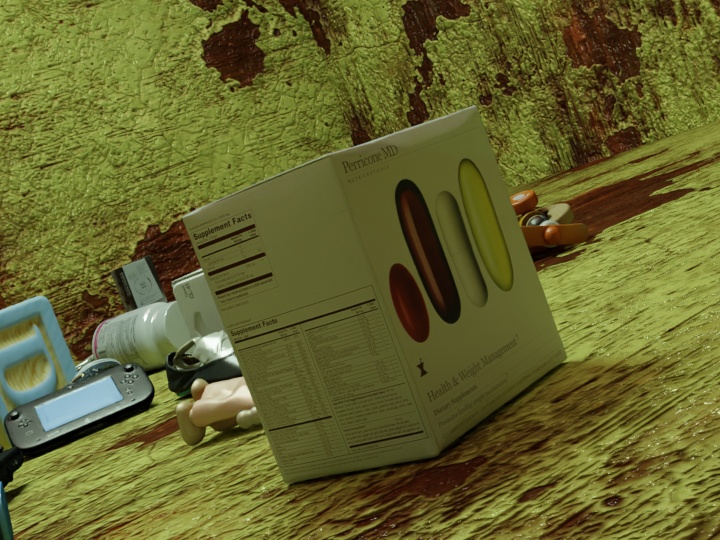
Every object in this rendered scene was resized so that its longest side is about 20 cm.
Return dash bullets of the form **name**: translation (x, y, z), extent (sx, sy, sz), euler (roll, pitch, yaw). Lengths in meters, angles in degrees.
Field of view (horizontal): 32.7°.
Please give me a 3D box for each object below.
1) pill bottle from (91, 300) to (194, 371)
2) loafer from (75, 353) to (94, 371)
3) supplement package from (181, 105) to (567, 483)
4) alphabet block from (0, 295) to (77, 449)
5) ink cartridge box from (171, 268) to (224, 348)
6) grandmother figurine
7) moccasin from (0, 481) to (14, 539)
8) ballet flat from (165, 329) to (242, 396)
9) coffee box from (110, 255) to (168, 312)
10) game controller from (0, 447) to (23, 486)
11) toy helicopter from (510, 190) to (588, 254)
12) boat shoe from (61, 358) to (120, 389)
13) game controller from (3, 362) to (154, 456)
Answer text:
- **pill bottle**: translation (-0.374, 0.121, 2.173), extent (0.199, 0.114, 0.113), euler (-17, 5, 39)
- **loafer**: translation (-0.568, 0.206, 2.356), extent (0.199, 0.070, 0.070), euler (-22, 4, -18)
- **supplement package**: translation (0.016, 0.013, 0.871), extent (0.146, 0.202, 0.191), euler (-18, 5, 39)
- **alphabet block**: translation (-0.568, 0.174, 1.856), extent (0.199, 0.198, 0.195), euler (-19, 3, 28)
- **ink cartridge box**: translation (-0.177, 0.055, 1.751), extent (0.085, 0.149, 0.200), euler (-21, 5, 13)
- **grandmother figurine**: translation (-0.073, 0.110, 1.145), extent (0.199, 0.061, 0.122), euler (-16, 33, 30)
- **moccasin**: translation (-0.294, 0.203, 0.904), extent (0.068, 0.081, 0.200), euler (-7, -15, -23)
- **ballet flat**: translation (-0.193, 0.117, 1.557), extent (0.068, 0.069, 0.199), euler (-24, 5, -43)
- **coffee box**: translation (-0.520, 0.075, 2.955), extent (0.079, 0.202, 0.113), euler (-22, 5, -26)
- **game controller**: translation (-0.419, 0.231, 1.277), extent (0.103, 0.042, 0.200), euler (-21, 3, 1)
- **toy helicopter**: translation (0.210, -0.032, 1.616), extent (0.199, 0.079, 0.132), euler (-36, 20, -30)
- **boat shoe**: translation (-0.385, 0.180, 1.780), extent (0.090, 0.071, 0.200), euler (-17, 12, 32)
- **game controller**: translation (-0.375, 0.184, 1.641), extent (0.199, 0.042, 0.104), euler (-23, 25, -18)
